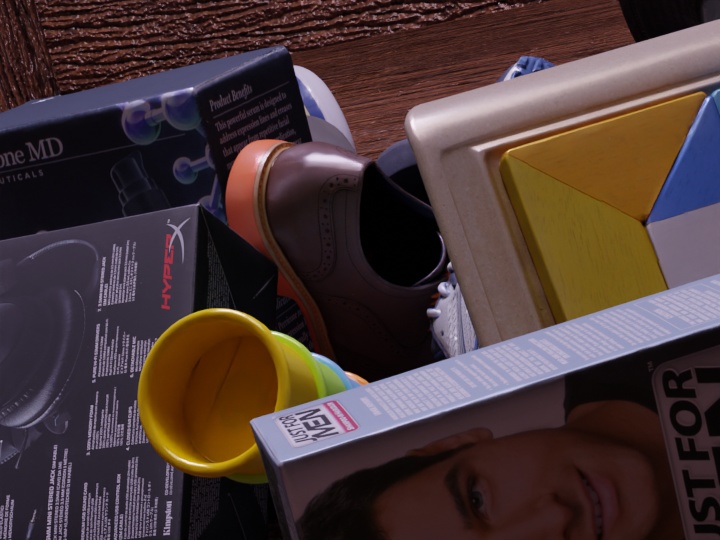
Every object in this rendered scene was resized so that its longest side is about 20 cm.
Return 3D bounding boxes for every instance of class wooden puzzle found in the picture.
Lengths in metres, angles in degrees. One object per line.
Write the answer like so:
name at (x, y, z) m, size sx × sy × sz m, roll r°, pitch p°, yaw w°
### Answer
wooden puzzle at (0.132, -0.002, 0.730) m, size 0.184 × 0.201 × 0.037 m, roll -17°, pitch -17°, yaw -9°

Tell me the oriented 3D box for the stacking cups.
stacking cups at (-0.015, 0.064, 0.747) m, size 0.060 × 0.061 × 0.200 m, roll -10°, pitch -17°, yaw 20°

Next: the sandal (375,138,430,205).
sandal at (0.091, -0.033, 1.138) m, size 0.199 × 0.043 × 0.076 m, roll 11°, pitch -30°, yaw -36°

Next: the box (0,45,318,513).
box at (-0.093, 0.011, 0.895) m, size 0.148 × 0.201 × 0.107 m, roll -10°, pitch 12°, yaw 24°

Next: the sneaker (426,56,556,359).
sneaker at (0.063, 0.006, 0.799) m, size 0.077 × 0.201 × 0.085 m, roll 17°, pitch -26°, yaw -36°

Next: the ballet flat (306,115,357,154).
ballet flat at (0.000, 0.000, 1.000) m, size 0.067 × 0.201 × 0.046 m, roll -8°, pitch -38°, yaw -33°

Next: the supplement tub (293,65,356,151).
supplement tub at (-0.114, -0.062, 1.408) m, size 0.199 × 0.145 × 0.144 m, roll -19°, pitch 12°, yaw -22°

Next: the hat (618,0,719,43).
hat at (0.203, -0.104, 0.856) m, size 0.200 × 0.201 × 0.081 m, roll -8°, pitch 51°, yaw 30°

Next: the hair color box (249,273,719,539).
hair color box at (0.072, 0.074, 0.642) m, size 0.199 × 0.100 × 0.061 m, roll -17°, pitch 13°, yaw -9°

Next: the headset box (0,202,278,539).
headset box at (-0.140, 0.067, 0.789) m, size 0.199 × 0.150 × 0.077 m, roll -11°, pitch -26°, yaw 24°

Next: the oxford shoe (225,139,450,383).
oxford shoe at (0.016, 0.014, 0.855) m, size 0.072 × 0.200 × 0.072 m, roll -1°, pitch 59°, yaw 32°
